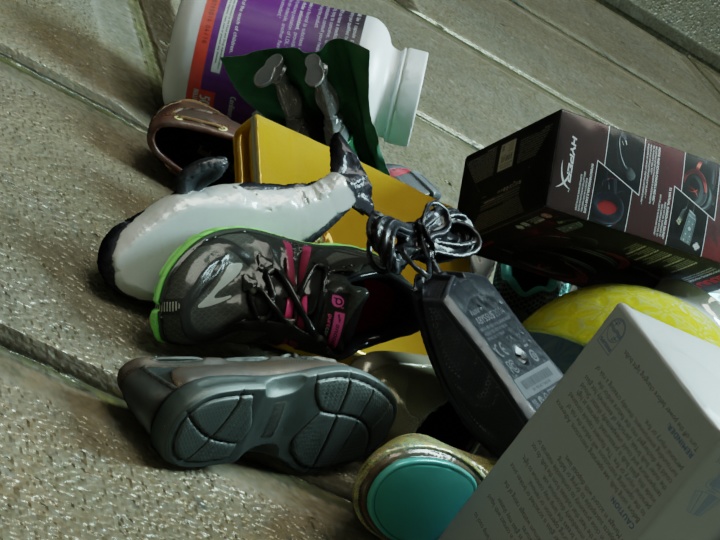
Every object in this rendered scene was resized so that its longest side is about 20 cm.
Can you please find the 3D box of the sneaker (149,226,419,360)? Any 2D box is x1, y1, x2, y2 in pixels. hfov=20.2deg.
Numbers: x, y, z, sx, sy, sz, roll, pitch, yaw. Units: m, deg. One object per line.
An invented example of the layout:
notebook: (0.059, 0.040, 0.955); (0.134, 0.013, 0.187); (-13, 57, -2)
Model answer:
sneaker: (-0.041, 0.015, 1.254); (0.199, 0.077, 0.084); (-4, 15, -37)

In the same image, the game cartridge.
game cartridge: (0.000, 0.000, 1.410); (0.199, 0.032, 0.177); (25, 45, -34)

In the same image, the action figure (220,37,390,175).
action figure: (-0.024, -0.089, 1.544); (0.117, 0.055, 0.201); (3, -36, 22)

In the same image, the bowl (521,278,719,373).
bowl: (0.211, 0.071, 1.426); (0.200, 0.108, 0.200); (35, -20, 14)

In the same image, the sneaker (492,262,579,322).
sneaker: (0.144, -0.014, 1.579); (0.077, 0.092, 0.201); (12, 46, 6)

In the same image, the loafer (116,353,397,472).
loafer: (-0.056, 0.072, 1.167); (0.063, 0.072, 0.199); (39, 19, 33)

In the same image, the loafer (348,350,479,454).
loafer: (0.060, 0.094, 1.320); (0.199, 0.076, 0.068); (-2, 40, -48)

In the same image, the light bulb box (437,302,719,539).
light bulb box: (0.180, 0.156, 1.157); (0.197, 0.201, 0.125); (22, 23, -34)

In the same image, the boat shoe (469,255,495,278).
boat shoe: (0.076, -0.006, 1.601); (0.072, 0.069, 0.200); (37, 17, 7)

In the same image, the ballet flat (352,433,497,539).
ballet flat: (0.049, 0.132, 1.207); (0.199, 0.071, 0.071); (24, 19, -47)

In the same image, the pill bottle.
pill bottle: (-0.051, -0.157, 1.602); (0.198, 0.113, 0.113); (13, 19, 0)

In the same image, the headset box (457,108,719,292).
headset box: (0.188, -0.037, 1.449); (0.199, 0.076, 0.148); (17, -16, -21)

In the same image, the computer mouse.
computer mouse: (0.073, 0.052, 1.259); (0.201, 0.053, 0.138); (55, 24, 13)

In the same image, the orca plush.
orca plush: (-0.091, -0.037, 1.302); (0.071, 0.199, 0.106); (20, -42, 51)

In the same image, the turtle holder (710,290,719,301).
turtle holder: (0.243, 0.035, 1.597); (0.131, 0.186, 0.141); (26, 13, -45)

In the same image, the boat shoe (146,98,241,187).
boat shoe: (-0.067, -0.059, 1.481); (0.199, 0.071, 0.070); (25, 11, -3)

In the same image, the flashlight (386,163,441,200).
flashlight: (-0.018, -0.098, 1.673); (0.200, 0.068, 0.068); (45, 19, 27)
